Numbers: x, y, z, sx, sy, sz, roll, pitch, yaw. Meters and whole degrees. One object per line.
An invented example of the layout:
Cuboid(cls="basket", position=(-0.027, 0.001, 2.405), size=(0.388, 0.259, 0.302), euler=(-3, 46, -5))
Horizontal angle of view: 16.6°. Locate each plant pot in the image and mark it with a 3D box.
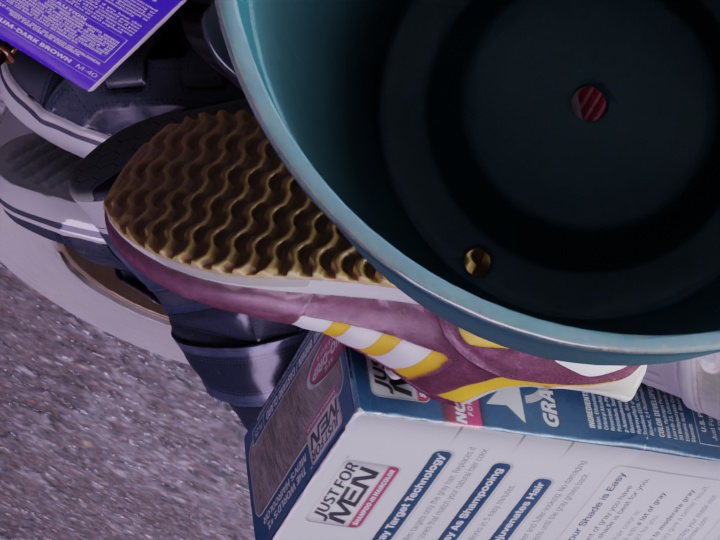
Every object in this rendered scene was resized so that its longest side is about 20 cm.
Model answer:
Cuboid(cls="plant pot", position=(0.066, -0.065, 0.644), size=(0.199, 0.201, 0.188), euler=(20, 171, 4))

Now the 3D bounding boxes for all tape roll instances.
Cuboid(cls="tape roll", position=(-0.091, -0.024, 1.218), size=(0.201, 0.071, 0.203), euler=(19, 158, 8))

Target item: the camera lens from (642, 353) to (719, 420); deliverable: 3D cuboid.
Cuboid(cls="camera lens", position=(0.207, -0.006, 0.862), size=(0.199, 0.161, 0.160), euler=(15, 157, 18))

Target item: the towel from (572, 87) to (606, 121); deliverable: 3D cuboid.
Cuboid(cls="towel", position=(0.072, -0.084, 0.856), size=(0.023, 0.145, 0.200), euler=(-4, 161, -12))

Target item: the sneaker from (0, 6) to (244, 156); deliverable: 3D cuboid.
Cuboid(cls="sneaker", position=(-0.056, -0.081, 1.030), size=(0.199, 0.079, 0.080), euler=(17, 136, 10))

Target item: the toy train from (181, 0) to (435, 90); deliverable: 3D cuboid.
Cuboid(cls="toy train", position=(0.002, -0.105, 0.838), size=(0.085, 0.114, 0.200), euler=(36, 178, -17))

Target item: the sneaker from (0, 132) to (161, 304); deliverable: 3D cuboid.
Cuboid(cls="sneaker", position=(-0.064, -0.007, 1.079), size=(0.198, 0.079, 0.080), euler=(8, 122, -6))

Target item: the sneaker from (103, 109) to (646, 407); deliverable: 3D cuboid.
Cuboid(cls="sneaker", position=(0.003, 0.005, 0.848), size=(0.199, 0.075, 0.090), euler=(12, 146, 28))

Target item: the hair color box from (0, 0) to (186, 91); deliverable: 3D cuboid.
Cuboid(cls="hair color box", position=(-0.068, -0.149, 0.865), size=(0.065, 0.110, 0.200), euler=(31, 156, -16))

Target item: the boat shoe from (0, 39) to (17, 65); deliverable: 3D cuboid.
Cuboid(cls="boat shoe", position=(-0.168, -0.101, 0.983), size=(0.199, 0.072, 0.072), euler=(-16, 180, -42))

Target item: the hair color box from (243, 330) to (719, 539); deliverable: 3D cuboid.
Cuboid(cls="hair color box", position=(0.066, 0.070, 0.940), size=(0.199, 0.061, 0.100), euler=(9, 138, -23))

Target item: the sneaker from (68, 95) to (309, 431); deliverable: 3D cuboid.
Cuboid(cls="sneaker", position=(0.000, -0.001, 0.950), size=(0.201, 0.077, 0.147), euler=(-8, 121, 39))
